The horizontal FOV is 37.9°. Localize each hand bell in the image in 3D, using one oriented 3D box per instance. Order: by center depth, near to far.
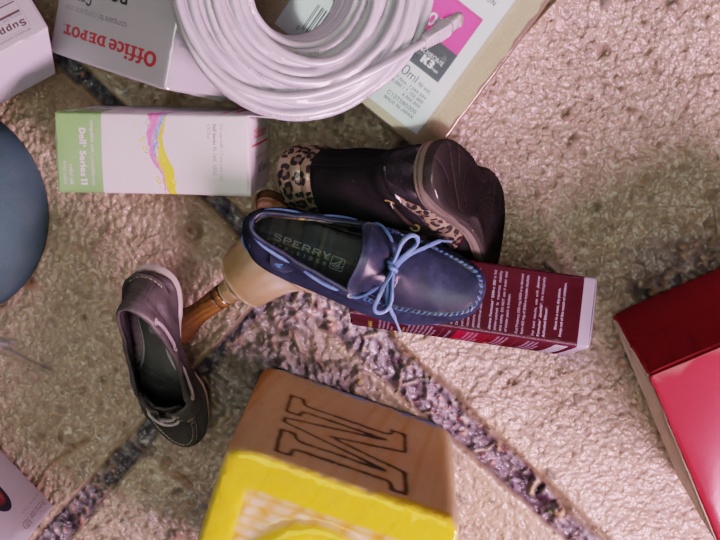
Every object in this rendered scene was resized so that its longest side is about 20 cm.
[{"bbox_3d":[-0.129,0.028,0.936,0.199,0.104,0.104,-36,98,22],"label":"hand bell"}]

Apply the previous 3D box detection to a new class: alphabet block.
[{"bbox_3d":[-0.034,0.227,0.904,0.194,0.200,0.198,17,102,-1],"label":"alphabet block"}]

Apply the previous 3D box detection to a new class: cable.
[{"bbox_3d":[-0.044,-0.213,0.768,0.199,0.069,0.201,-39,115,-5],"label":"cable"}]

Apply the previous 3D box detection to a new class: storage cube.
[{"bbox_3d":[0.335,0.098,0.874,0.178,0.171,0.202,-24,101,9],"label":"storage cube"}]

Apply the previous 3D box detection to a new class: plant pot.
[{"bbox_3d":[-0.385,-0.042,0.896,0.197,0.135,0.203,0,102,2],"label":"plant pot"}]

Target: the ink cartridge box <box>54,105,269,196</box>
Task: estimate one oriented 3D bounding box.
[{"bbox_3d":[-0.141,-0.101,0.880,0.197,0.117,0.068,1,101,3],"label":"ink cartridge box"}]

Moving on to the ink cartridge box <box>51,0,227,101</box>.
[{"bbox_3d":[-0.158,-0.251,0.837,0.144,0.083,0.202,21,105,32],"label":"ink cartridge box"}]

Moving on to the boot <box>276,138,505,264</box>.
[{"bbox_3d":[0.033,-0.055,0.876,0.149,0.200,0.074,4,78,25],"label":"boot"}]

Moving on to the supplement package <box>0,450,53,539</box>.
[{"bbox_3d":[-0.417,0.219,0.924,0.147,0.191,0.200,-40,98,11],"label":"supplement package"}]

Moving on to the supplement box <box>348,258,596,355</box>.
[{"bbox_3d":[0.091,0.027,0.897,0.197,0.109,0.062,8,82,1],"label":"supplement box"}]

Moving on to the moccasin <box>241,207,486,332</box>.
[{"bbox_3d":[0.000,0.000,0.812,0.197,0.068,0.082,10,81,2],"label":"moccasin"}]

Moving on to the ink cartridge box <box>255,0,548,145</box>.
[{"bbox_3d":[0.030,-0.218,0.869,0.199,0.075,0.165,36,103,-4],"label":"ink cartridge box"}]

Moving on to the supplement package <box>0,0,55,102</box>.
[{"bbox_3d":[-0.344,-0.233,0.835,0.113,0.109,0.201,-31,90,-15],"label":"supplement package"}]

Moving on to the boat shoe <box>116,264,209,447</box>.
[{"bbox_3d":[-0.179,0.090,0.922,0.066,0.057,0.202,5,126,15],"label":"boat shoe"}]
